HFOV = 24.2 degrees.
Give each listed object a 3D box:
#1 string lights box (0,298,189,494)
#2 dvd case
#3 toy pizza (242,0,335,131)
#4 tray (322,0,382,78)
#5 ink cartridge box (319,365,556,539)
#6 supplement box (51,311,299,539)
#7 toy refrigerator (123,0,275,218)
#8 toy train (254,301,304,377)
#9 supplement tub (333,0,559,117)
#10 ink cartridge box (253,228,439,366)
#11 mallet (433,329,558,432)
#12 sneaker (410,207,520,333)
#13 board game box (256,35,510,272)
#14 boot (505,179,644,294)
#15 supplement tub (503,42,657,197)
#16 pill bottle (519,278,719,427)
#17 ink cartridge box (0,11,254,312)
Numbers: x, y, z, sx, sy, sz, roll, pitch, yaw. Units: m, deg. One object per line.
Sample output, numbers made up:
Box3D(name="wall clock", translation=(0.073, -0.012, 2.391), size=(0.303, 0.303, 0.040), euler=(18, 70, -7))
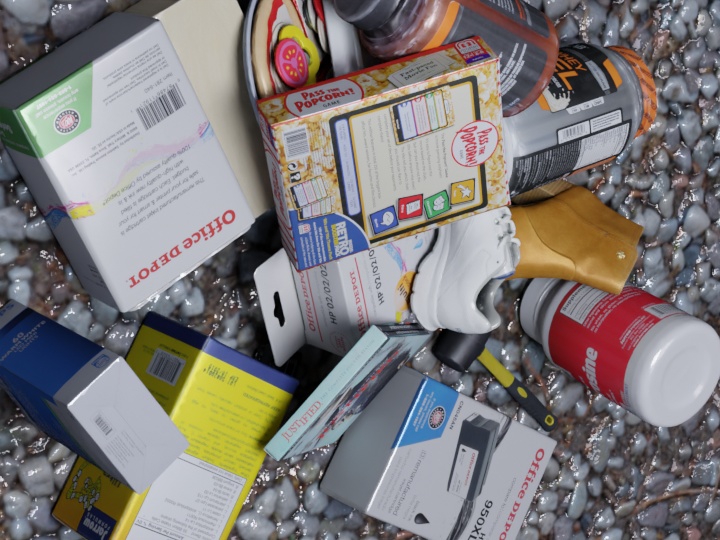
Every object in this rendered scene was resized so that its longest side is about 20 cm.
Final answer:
Box3D(name="string lights box", translation=(-0.230, 0.097, 1.338), size=(0.059, 0.200, 0.103), euler=(-44, 123, -18))
Box3D(name="dvd case", translation=(-0.008, 0.105, 1.510), size=(0.146, 0.022, 0.200), euler=(-48, 168, 7))
Box3D(name="toy pizza", translation=(-0.036, -0.171, 1.463), size=(0.200, 0.032, 0.201), euler=(23, 63, -56))
Box3D(name="tray", translation=(0.005, -0.214, 1.491), size=(0.107, 0.022, 0.200), euler=(-12, 94, -61))
Box3D(name="ink cartridge box", translation=(0.080, 0.191, 1.659), size=(0.200, 0.084, 0.145), euler=(28, 85, -37))
Box3D(name="supplement box", translation=(-0.161, 0.154, 1.460), size=(0.109, 0.109, 0.200), euler=(30, 82, -37))
Box3D(name="toy refrigerator", translation=(-0.120, -0.150, 1.443), size=(0.076, 0.070, 0.200), euler=(-36, 118, -20))
Box3D(name="toy train", translation=(-0.056, 0.030, 1.553), size=(0.046, 0.034, 0.200), euler=(17, 91, -41))
Box3D(name="supplement tub", translation=(0.072, -0.212, 1.455), size=(0.200, 0.107, 0.107), euler=(22, 88, -39))
Box3D(name="ink cartridge box", translation=(0.000, 0.000, 1.529), size=(0.200, 0.068, 0.115), euler=(-41, 134, -35))
Box3D(name="mallet", translation=(0.142, 0.117, 1.718), size=(0.066, 0.041, 0.200), euler=(-50, 128, -17))
Box3D(name="sneaker", translation=(0.110, -0.036, 1.528), size=(0.074, 0.087, 0.200), euler=(-4, 106, -55))
Box3D(name="board game box", translation=(0.023, -0.097, 1.413), size=(0.200, 0.046, 0.152), euler=(-17, 128, -12))
Box3D(name="boot", translation=(0.187, -0.012, 1.630), size=(0.201, 0.144, 0.071), euler=(-51, 167, -37))
Box3D(name="supplement tub", translation=(0.183, -0.149, 1.628), size=(0.200, 0.122, 0.123), euler=(-21, 113, -31))
Box3D(name="pill bottle", translation=(0.253, 0.067, 1.674), size=(0.112, 0.200, 0.112), euler=(-16, 119, -31))
Box3D(name="ink cartridge box", translation=(-0.197, -0.089, 1.389), size=(0.145, 0.084, 0.200), euler=(-36, 120, -22))
